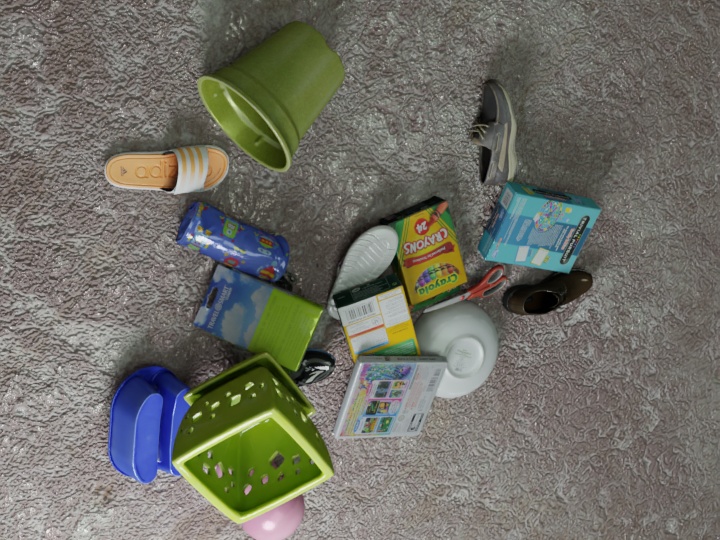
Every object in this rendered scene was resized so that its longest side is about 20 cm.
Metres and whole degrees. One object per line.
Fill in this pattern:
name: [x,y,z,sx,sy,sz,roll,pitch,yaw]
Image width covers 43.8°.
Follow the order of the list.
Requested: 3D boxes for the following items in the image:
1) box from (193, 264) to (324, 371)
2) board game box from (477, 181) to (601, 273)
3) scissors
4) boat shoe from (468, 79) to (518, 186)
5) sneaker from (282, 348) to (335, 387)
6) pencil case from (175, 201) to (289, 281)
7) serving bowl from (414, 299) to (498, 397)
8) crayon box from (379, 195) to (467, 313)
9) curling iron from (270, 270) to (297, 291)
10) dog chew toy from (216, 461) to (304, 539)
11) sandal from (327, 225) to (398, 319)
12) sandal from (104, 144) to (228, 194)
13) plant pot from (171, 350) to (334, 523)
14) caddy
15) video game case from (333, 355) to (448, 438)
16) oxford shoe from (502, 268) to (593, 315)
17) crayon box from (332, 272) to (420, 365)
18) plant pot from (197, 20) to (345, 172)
box: [-0.177,0.081,1.565,0.199,0.048,0.123,24,93,0]
board game box: [0.346,-0.081,1.736,0.198,0.047,0.152,8,121,-24]
scissors: [0.206,0.053,1.737,0.199,0.014,0.073,-31,144,-16]
boat shoe: [0.245,-0.251,1.663,0.073,0.074,0.202,-16,108,-17]
sneaker: [-0.138,0.199,1.613,0.198,0.083,0.071,-13,116,-9]
pencil case: [-0.213,-0.051,1.531,0.199,0.078,0.088,23,65,-25]
serving bowl: [0.190,0.162,1.753,0.198,0.066,0.202,-6,106,-20]
crayon box: [0.124,-0.023,1.687,0.126,0.051,0.202,-24,112,-15]
curling iron: [-0.130,0.093,1.630,0.049,0.026,0.202,-12,108,-16]
dog chew toy: [-0.190,0.399,1.640,0.124,0.124,0.201,-36,106,-9]
sandal: [-0.006,-0.003,1.643,0.082,0.050,0.203,26,108,-23]
sandal: [-0.314,-0.160,1.473,0.205,0.059,0.080,-7,106,-20]
plant pot: [-0.179,0.264,1.486,0.199,0.182,0.200,-28,126,10]
caddy: [-0.360,0.268,1.545,0.141,0.105,0.202,-2,103,-43]
video game case: [0.055,0.242,1.703,0.180,0.024,0.201,2,127,-22]
oxford shoe: [0.392,0.051,1.795,0.198,0.084,0.073,-20,108,-17]
crayon box: [0.035,0.115,1.661,0.125,0.052,0.201,-19,123,-4]
plant pot: [-0.130,-0.297,1.454,0.184,0.200,0.201,-48,115,-16]
